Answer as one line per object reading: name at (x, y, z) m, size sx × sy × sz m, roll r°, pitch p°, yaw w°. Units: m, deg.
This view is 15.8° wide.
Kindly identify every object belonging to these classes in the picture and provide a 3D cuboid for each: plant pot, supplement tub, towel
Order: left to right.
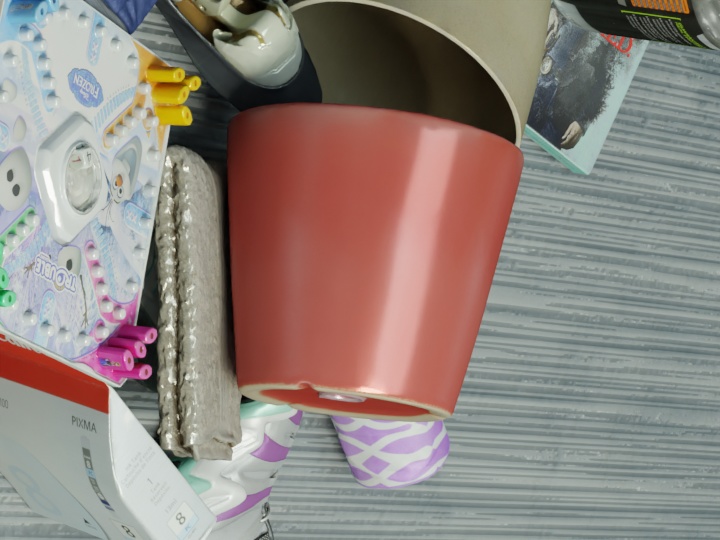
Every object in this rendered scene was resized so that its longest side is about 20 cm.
towel at (-0.102, 0.023, 1.676) m, size 0.133 × 0.034 × 0.202 m, roll 23°, pitch 65°, yaw -79°
plant pot at (0.000, 0.000, 1.681) m, size 0.200 × 0.200 × 0.179 m, roll 17°, pitch 77°, yaw -43°
plant pot at (0.057, -0.193, 1.783) m, size 0.188 × 0.186 × 0.201 m, roll 53°, pitch 50°, yaw -37°
supplement tub at (0.240, -0.223, 1.878) m, size 0.122 × 0.199 × 0.124 m, roll -12°, pitch 108°, yaw -40°

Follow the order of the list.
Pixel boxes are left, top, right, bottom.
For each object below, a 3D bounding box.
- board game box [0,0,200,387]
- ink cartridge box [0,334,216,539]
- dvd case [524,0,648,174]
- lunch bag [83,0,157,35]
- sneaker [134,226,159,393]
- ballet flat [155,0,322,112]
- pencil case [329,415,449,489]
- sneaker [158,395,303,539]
board game box at (-0.159, -0.052, 1.482) m, size 0.200 × 0.026 × 0.202 m, roll 34°, pitch 61°, yaw -62°
ink cartridge box at (-0.197, 0.093, 1.613) m, size 0.047 × 0.160 × 0.200 m, roll -52°, pitch 128°, yaw -21°
dvd case at (0.167, -0.193, 1.970) m, size 0.146 × 0.022 × 0.201 m, roll 34°, pitch 75°, yaw -42°
lunch bag at (-0.206, -0.201, 1.550) m, size 0.133 × 0.135 × 0.200 m, roll -52°, pitch 131°, yaw -19°
sneaker at (-0.143, -0.008, 1.701) m, size 0.080 × 0.070 × 0.201 m, roll -44°, pitch 129°, yaw -38°
ballet flat at (-0.089, -0.167, 1.671) m, size 0.200 × 0.073 × 0.073 m, roll 48°, pitch 67°, yaw -17°
pencil case at (0.007, 0.057, 1.849) m, size 0.086 × 0.083 × 0.201 m, roll -77°, pitch 156°, yaw -62°
sneaker at (-0.079, 0.147, 1.799) m, size 0.200 × 0.078 × 0.140 m, roll -41°, pitch 127°, yaw -16°
